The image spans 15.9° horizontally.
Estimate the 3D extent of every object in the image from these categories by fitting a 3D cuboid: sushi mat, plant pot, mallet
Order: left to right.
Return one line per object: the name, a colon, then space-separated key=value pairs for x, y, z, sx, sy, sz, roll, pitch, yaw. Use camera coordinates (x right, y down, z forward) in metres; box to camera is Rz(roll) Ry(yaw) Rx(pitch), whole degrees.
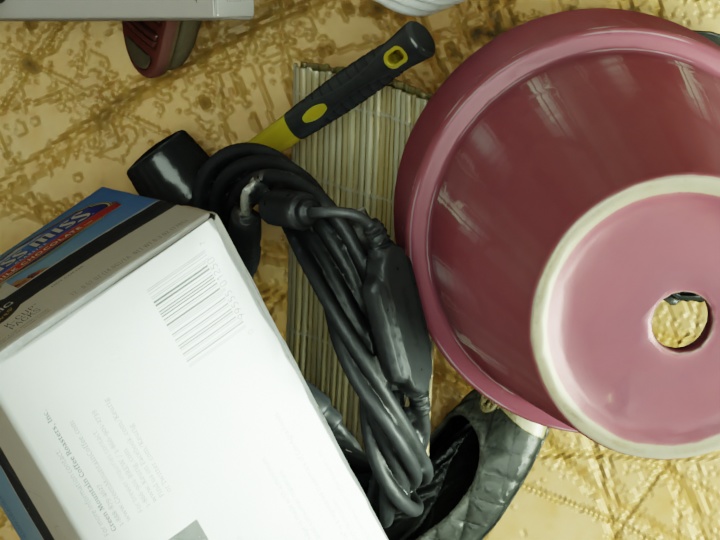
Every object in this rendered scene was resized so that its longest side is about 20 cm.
mallet: x=-0.031 y=-0.059 z=1.260 sx=0.200 sy=0.041 sz=0.066 roll=-22 pitch=103 yaw=39
sushi mat: x=0.000 y=0.000 z=1.282 sx=0.096 sy=0.012 sz=0.200 roll=16 pitch=112 yaw=39
plant pot: x=0.123 y=-0.006 z=1.163 sx=0.200 sy=0.179 sz=0.200 roll=-2 pitch=106 yaw=-6

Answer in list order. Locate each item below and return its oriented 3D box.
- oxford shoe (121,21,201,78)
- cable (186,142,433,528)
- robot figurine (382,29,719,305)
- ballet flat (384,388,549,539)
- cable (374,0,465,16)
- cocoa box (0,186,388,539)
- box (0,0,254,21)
oxford shoe: x=-0.066 y=-0.187 z=1.280 sx=0.075 sy=0.070 sz=0.200 roll=2 pitch=117 yaw=-34
cable: x=-0.028 y=0.039 z=1.241 sx=0.051 sy=0.163 sz=0.200 roll=-33 pitch=122 yaw=-32
robot figurine: x=0.117 y=-0.041 z=1.288 sx=0.200 sy=0.058 sz=0.145 roll=-16 pitch=96 yaw=5
ballet flat: x=0.024 y=0.121 z=1.304 sx=0.057 sy=0.066 sz=0.200 roll=36 pitch=100 yaw=-29
cable: x=0.010 y=-0.217 z=1.206 sx=0.069 sy=0.200 sz=0.200 roll=-25 pitch=77 yaw=29
cocoa box: x=-0.102 y=0.081 z=1.218 sx=0.133 sy=0.131 sz=0.200 roll=-35 pitch=112 yaw=-19
box: x=-0.141 y=-0.193 z=1.253 sx=0.200 sy=0.036 sz=0.144 roll=3 pitch=97 yaw=32
